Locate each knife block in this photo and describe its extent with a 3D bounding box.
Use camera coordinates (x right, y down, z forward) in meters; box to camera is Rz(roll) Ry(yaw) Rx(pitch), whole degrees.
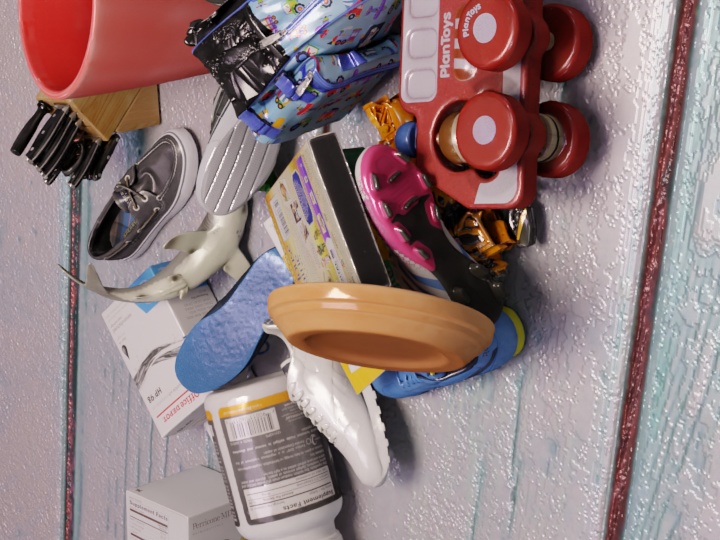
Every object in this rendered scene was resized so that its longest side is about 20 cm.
[{"bbox_3d":[-0.301,-0.193,1.820,0.064,0.175,0.202,10,108,41],"label":"knife block"}]

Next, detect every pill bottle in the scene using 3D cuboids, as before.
[{"bbox_3d":[-0.084,0.211,1.762,0.116,0.116,0.202,-14,92,45],"label":"pill bottle"}]

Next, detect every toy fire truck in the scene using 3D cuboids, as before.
[{"bbox_3d":[0.101,-0.154,1.469,0.167,0.112,0.202,3,91,43],"label":"toy fire truck"}]

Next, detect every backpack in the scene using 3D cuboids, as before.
[{"bbox_3d":[-0.030,-0.230,1.553,0.200,0.182,0.135,-39,81,35],"label":"backpack"}]

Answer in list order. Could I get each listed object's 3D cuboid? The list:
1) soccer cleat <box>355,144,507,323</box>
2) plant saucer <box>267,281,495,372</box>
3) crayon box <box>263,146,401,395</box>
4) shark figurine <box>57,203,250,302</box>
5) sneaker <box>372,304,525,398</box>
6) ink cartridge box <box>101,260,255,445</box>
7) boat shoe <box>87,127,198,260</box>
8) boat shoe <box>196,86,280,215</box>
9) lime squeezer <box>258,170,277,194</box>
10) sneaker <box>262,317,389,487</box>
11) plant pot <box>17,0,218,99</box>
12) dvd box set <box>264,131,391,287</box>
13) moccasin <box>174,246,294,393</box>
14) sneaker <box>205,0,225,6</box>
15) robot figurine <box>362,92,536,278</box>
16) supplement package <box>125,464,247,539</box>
[{"bbox_3d":[0.045,-0.020,1.503,0.086,0.070,0.200,-13,119,53],"label":"soccer cleat"},{"bbox_3d":[0.016,0.053,1.472,0.199,0.199,0.038,-7,69,45],"label":"plant saucer"},{"bbox_3d":[0.000,0.000,1.638,0.126,0.051,0.201,-43,68,38],"label":"crayon box"},{"bbox_3d":[-0.201,-0.011,1.813,0.129,0.213,0.090,64,172,-29],"label":"shark figurine"},{"bbox_3d":[0.064,0.082,1.613,0.199,0.078,0.066,-23,87,46],"label":"sneaker"},{"bbox_3d":[-0.192,0.101,1.870,0.116,0.066,0.201,-40,73,41],"label":"ink cartridge box"},{"bbox_3d":[-0.246,-0.079,1.875,0.070,0.066,0.200,57,133,16],"label":"boat shoe"},{"bbox_3d":[-0.116,-0.153,1.716,0.071,0.072,0.201,29,95,56],"label":"boat shoe"},{"bbox_3d":[-0.075,-0.105,1.734,0.199,0.038,0.071,30,89,36],"label":"lime squeezer"},{"bbox_3d":[-0.030,0.127,1.698,0.076,0.080,0.201,121,129,-67],"label":"sneaker"},{"bbox_3d":[-0.225,-0.271,1.704,0.200,0.176,0.202,7,99,57],"label":"plant pot"},{"bbox_3d":[-0.032,-0.028,1.538,0.200,0.029,0.147,137,114,-71],"label":"dvd box set"},{"bbox_3d":[-0.112,0.053,1.764,0.081,0.068,0.200,48,115,5],"label":"moccasin"},{"bbox_3d":[-0.080,-0.315,1.605,0.199,0.079,0.074,-27,82,25],"label":"sneaker"},{"bbox_3d":[0.081,-0.083,1.563,0.145,0.058,0.201,-33,77,45],"label":"robot figurine"},{"bbox_3d":[-0.183,0.336,1.893,0.109,0.113,0.202,15,112,42],"label":"supplement package"}]
